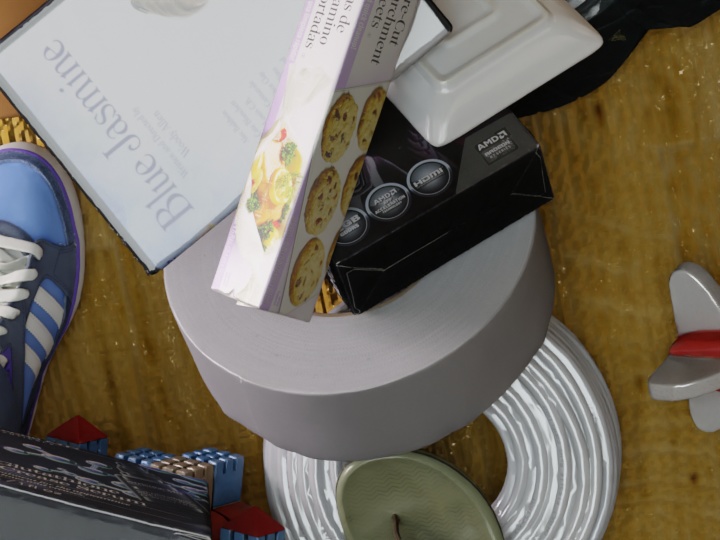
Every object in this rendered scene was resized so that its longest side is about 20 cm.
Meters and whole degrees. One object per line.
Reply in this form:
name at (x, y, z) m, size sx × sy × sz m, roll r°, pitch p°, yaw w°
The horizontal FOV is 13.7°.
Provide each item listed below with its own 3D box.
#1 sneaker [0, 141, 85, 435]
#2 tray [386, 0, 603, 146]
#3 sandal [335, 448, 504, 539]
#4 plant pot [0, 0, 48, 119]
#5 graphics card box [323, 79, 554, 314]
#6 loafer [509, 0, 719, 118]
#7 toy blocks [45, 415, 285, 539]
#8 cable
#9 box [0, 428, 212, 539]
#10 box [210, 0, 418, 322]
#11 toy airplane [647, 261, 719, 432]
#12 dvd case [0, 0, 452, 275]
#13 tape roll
sneaker at (-0.211, 0.032, 1.634) m, size 0.080 × 0.146 × 0.200 m, roll 13°, pitch 97°, yaw 7°
tray at (0.028, -0.154, 1.573) m, size 0.107 × 0.022 × 0.200 m, roll -33°, pitch 53°, yaw -10°
sandal at (0.048, 0.185, 1.582) m, size 0.080 × 0.057 × 0.201 m, roll -22°, pitch 91°, yaw 11°
plant pot at (-0.192, -0.167, 1.602) m, size 0.200 × 0.200 × 0.140 m, roll -6°, pitch 111°, yaw 9°
graphics card box at (-0.003, -0.081, 1.571) m, size 0.125 × 0.051 × 0.200 m, roll -29°, pitch 53°, yaw -8°
loafer at (0.119, -0.146, 1.615) m, size 0.200 × 0.073 × 0.072 m, roll -28°, pitch 62°, yaw 15°
toy blocks at (-0.103, 0.157, 1.641) m, size 0.200 × 0.100 × 0.137 m, roll 12°, pitch 103°, yaw 34°
cable at (0.042, 0.104, 1.641) m, size 0.200 × 0.069 × 0.200 m, roll 44°, pitch 100°, yaw 3°
box at (-0.157, 0.150, 1.490) m, size 0.148 × 0.200 × 0.107 m, roll 14°, pitch 92°, yaw -5°
box at (-0.019, -0.075, 1.483) m, size 0.039 × 0.041 × 0.200 m, roll 21°, pitch 92°, yaw 41°
toy airplane at (0.246, 0.053, 1.566) m, size 0.200 × 0.141 × 0.199 m, roll 34°, pitch 117°, yaw -8°
dvd case at (-0.074, -0.114, 1.518) m, size 0.200 × 0.018 × 0.143 m, roll -39°, pitch 91°, yaw 3°
tape roll at (0.000, 0.000, 1.582) m, size 0.200 × 0.066 × 0.200 m, roll -8°, pitch 53°, yaw 10°
